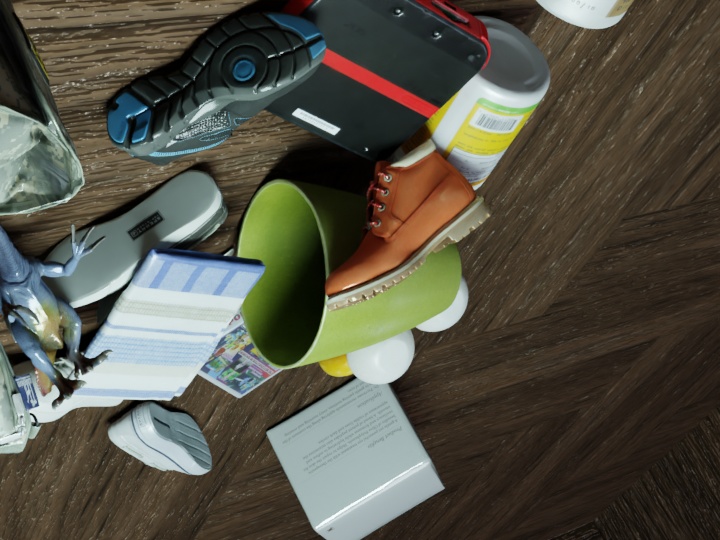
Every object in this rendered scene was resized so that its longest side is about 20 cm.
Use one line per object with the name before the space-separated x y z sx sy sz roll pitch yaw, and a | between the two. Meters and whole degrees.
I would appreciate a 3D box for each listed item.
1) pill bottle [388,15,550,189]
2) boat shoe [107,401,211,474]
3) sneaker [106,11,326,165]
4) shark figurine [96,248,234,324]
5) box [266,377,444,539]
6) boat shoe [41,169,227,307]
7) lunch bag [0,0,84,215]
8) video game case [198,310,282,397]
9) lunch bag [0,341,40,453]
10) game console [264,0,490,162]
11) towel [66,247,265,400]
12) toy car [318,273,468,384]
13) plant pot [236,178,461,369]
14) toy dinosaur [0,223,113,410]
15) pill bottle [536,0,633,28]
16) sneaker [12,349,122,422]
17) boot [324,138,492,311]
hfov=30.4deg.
pill bottle | 0.098 -0.148 1.340 0.110 0.112 0.201 -13 151 -36
boat shoe | -0.257 0.217 1.698 0.066 0.074 0.200 -19 149 11
sneaker | -0.118 -0.154 1.131 0.198 0.074 0.082 -23 161 8
shark figurine | -0.187 0.029 1.375 0.128 0.090 0.214 -38 156 7
box | -0.003 0.286 1.990 0.198 0.172 0.200 -30 156 -1
boat shoe | -0.214 -0.017 1.267 0.199 0.071 0.064 -31 153 -6
lunch bag | -0.274 -0.130 0.858 0.117 0.165 0.199 -40 155 26
video game case | -0.115 0.082 1.646 0.181 0.023 0.200 -33 157 4
lunch bag | -0.403 0.110 1.169 0.198 0.169 0.140 -17 153 -31
game console | 0.003 -0.187 1.189 0.199 0.031 0.177 22 131 -38
towel | -0.194 0.055 1.305 0.146 0.024 0.201 6 131 -44
toy car | 0.011 0.020 1.530 0.200 0.175 0.151 -42 119 -13
plant pot | 0.000 0.000 1.380 0.198 0.189 0.188 -2 145 -33
toy dinosaur | -0.306 0.033 1.178 0.199 0.182 0.105 -27 -164 41
pill bottle | 0.229 -0.320 1.156 0.113 0.115 0.201 -13 150 -35
sneaker | -0.291 0.095 1.408 0.116 0.074 0.199 -44 163 23
boot | 0.025 -0.043 1.259 0.199 0.108 0.075 -38 -174 -29
